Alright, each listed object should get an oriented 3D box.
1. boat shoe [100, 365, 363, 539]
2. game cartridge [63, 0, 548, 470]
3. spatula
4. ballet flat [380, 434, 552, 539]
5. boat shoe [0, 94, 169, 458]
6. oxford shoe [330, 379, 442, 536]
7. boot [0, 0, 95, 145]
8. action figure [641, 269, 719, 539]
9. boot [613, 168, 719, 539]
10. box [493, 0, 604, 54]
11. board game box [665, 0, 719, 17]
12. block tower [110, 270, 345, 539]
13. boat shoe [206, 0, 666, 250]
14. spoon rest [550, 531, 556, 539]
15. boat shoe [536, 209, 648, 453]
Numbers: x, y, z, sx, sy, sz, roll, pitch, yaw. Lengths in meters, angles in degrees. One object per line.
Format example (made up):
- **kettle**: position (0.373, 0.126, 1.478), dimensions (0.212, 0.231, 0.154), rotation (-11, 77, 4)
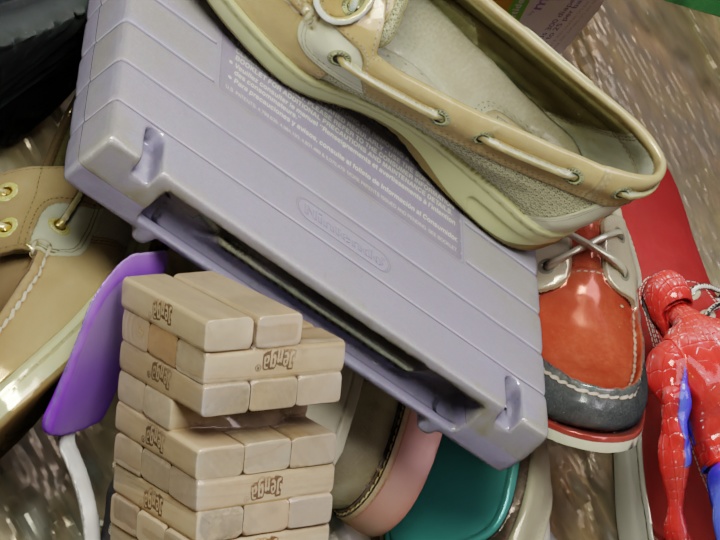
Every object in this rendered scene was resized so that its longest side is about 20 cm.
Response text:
- **boat shoe**: position (-0.058, 0.092, 0.859), dimensions (0.073, 0.062, 0.201), rotation (34, 69, -39)
- **game cartridge**: position (-0.015, -0.027, 0.851), dimensions (0.200, 0.038, 0.130), rotation (35, 30, -27)
- **spatula**: position (-0.092, 0.092, 0.794), dimensions (0.056, 0.020, 0.202), rotation (-8, 106, -74)
- **ballet flat**: position (0.041, 0.124, 0.936), dimensions (0.069, 0.069, 0.201), rotation (32, 54, -26)
- **boat shoe**: position (-0.112, -0.003, 0.848), dimensions (0.066, 0.074, 0.200), rotation (39, 32, -7)
- **oxford shoe**: position (0.000, 0.000, 0.949), dimensions (0.073, 0.071, 0.201), rotation (24, 53, -21)
- **boot**: position (-0.180, -0.118, 0.837), dimensions (0.168, 0.076, 0.200), rotation (47, 23, 6)
- **action figure**: position (0.150, 0.089, 0.937), dimensions (0.065, 0.052, 0.201), rotation (-8, 67, -24)
- **boot**: position (0.164, 0.025, 1.025), dimensions (0.072, 0.144, 0.201), rotation (6, 66, -38)
- **box**: position (0.013, -0.172, 0.976), dimensions (0.101, 0.113, 0.201), rotation (2, 50, -40)
- **board game box**: position (0.109, -0.157, 0.930), dimensions (0.199, 0.029, 0.135), rotation (11, 47, -35)
- **block tower**: position (-0.047, 0.105, 0.781), dimensions (0.054, 0.058, 0.201), rotation (-4, 107, -34)
- **boat shoe**: position (0.022, -0.082, 0.852), dimensions (0.200, 0.063, 0.073), rotation (41, 51, -23)
- **spoon rest**: position (0.108, 0.135, 0.978), dimensions (0.099, 0.060, 0.201), rotation (44, 25, -77)
- **boat shoe**: position (0.079, -0.004, 0.964), dimensions (0.071, 0.063, 0.200), rotation (14, 30, -14)
